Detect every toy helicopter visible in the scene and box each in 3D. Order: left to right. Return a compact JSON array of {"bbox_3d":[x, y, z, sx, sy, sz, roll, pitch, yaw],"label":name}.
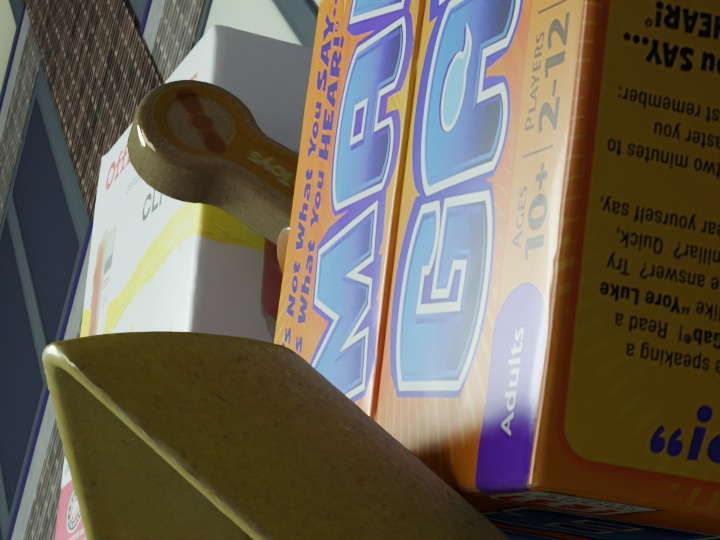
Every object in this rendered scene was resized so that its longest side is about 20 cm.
[{"bbox_3d":[0.000,0.000,0.760,0.132,0.199,0.079,-51,-12,-40],"label":"toy helicopter"}]

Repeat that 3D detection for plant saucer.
[{"bbox_3d":[0.015,0.104,0.533,0.048,0.200,0.200,-45,-17,-20],"label":"plant saucer"}]

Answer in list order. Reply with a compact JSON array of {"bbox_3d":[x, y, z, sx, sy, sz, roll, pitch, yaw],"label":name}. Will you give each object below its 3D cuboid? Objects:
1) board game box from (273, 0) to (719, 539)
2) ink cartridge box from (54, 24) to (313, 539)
[{"bbox_3d":[0.104,-0.022,0.591,0.200,0.198,0.202,160,119,-68],"label":"board game box"},{"bbox_3d":[-0.055,0.027,0.854,0.145,0.083,0.202,143,136,-58],"label":"ink cartridge box"}]
